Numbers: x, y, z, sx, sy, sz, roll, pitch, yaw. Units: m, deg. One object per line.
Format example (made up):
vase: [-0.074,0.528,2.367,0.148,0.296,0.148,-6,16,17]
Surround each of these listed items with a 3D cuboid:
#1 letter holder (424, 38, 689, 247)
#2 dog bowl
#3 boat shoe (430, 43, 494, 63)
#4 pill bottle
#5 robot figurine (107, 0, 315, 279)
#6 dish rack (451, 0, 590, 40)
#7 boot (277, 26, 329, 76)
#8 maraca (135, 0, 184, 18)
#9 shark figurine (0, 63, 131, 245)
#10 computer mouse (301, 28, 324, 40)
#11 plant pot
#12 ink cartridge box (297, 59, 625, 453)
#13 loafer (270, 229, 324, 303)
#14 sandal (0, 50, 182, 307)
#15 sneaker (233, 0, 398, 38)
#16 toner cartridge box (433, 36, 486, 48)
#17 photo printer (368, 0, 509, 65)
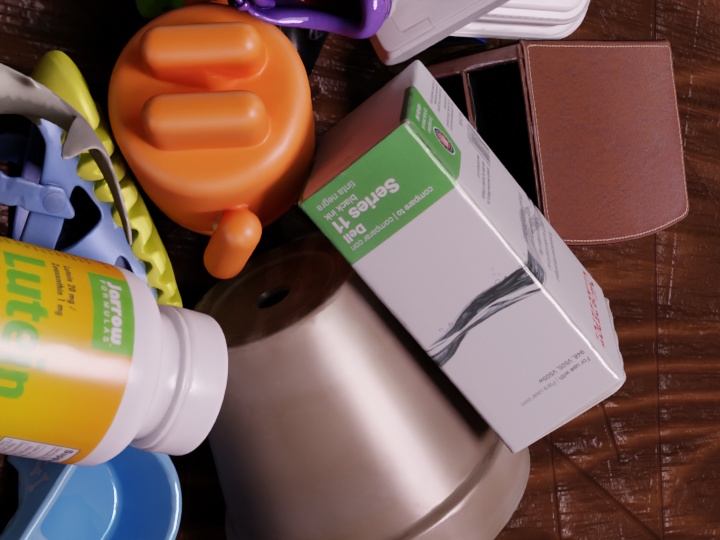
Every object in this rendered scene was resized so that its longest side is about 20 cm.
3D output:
letter holder: [0.140,-0.085,1.049,0.200,0.100,0.143,-11,92,-49]
dog bowl: [-0.173,0.172,0.843,0.112,0.049,0.200,51,54,-32]
boat shoe: [0.049,-0.099,1.077,0.200,0.072,0.068,-41,115,-43]
pill bottle: [-0.175,0.043,0.781,0.200,0.111,0.112,16,76,-35]
robot figurine: [-0.085,-0.083,0.869,0.117,0.200,0.144,-41,82,-7]
dish rack: [0.084,-0.253,0.948,0.171,0.044,0.201,0,95,-20]
boot: [0.013,-0.204,0.986,0.167,0.076,0.201,5,77,-7]
maraca: [-0.130,-0.244,0.875,0.137,0.107,0.200,-65,148,-46]
shark figurine: [-0.221,-0.075,0.772,0.128,0.214,0.090,-90,-173,-45]
computer mouse: [-0.066,-0.229,0.913,0.034,0.059,0.201,-15,68,-19]
plant pot: [-0.019,0.083,0.901,0.200,0.200,0.174,-48,122,-37]
ink cartridge box: [0.063,-0.010,0.878,0.200,0.083,0.147,49,17,-13]
loafer: [0.000,0.000,1.022,0.200,0.070,0.070,-17,92,-46]
sandal: [-0.166,-0.027,0.857,0.087,0.080,0.200,-26,120,-6]
sneaker: [-0.071,-0.182,0.796,0.199,0.081,0.084,17,32,-9]
toner cartridge box: [0.057,-0.270,1.091,0.095,0.043,0.201,-11,97,-76]
photo printer: [0.039,-0.247,0.870,0.200,0.166,0.069,61,13,0]
